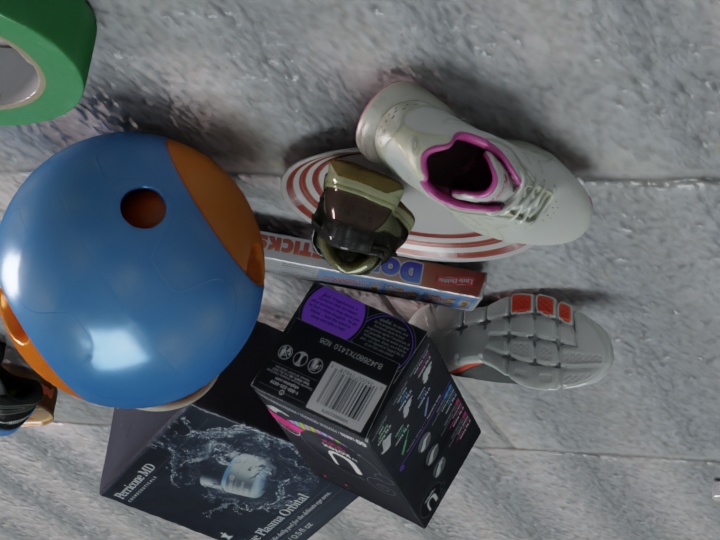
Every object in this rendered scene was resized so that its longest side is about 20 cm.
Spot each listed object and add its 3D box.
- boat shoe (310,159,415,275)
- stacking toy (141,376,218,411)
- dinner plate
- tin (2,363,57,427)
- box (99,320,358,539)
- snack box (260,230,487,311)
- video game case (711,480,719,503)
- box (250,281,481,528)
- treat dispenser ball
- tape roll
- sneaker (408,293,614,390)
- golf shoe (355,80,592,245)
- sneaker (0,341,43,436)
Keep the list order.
[{"bbox_3d":[-0.006,-0.030,1.517,0.073,0.065,0.200,23,174,8],"label":"boat shoe"},{"bbox_3d":[-0.146,0.011,1.754,0.145,0.147,0.200,17,143,-19],"label":"stacking toy"},{"bbox_3d":[0.039,-0.054,1.608,0.198,0.024,0.200,8,159,3],"label":"dinner plate"},{"bbox_3d":[-0.405,0.134,2.291,0.199,0.042,0.112,-7,150,37],"label":"tin"},{"bbox_3d":[-0.107,0.153,1.999,0.199,0.118,0.197,24,139,-20],"label":"box"},{"bbox_3d":[0.000,0.000,1.751,0.198,0.025,0.072,11,170,-2],"label":"snack box"},{"bbox_3d":[0.484,0.237,2.171,0.181,0.023,0.199,25,155,-34],"label":"video game case"},{"bbox_3d":[0.008,0.115,1.811,0.122,0.107,0.200,24,162,27],"label":"box"},{"bbox_3d":[-0.168,0.000,1.589,0.199,0.203,0.201,9,160,3],"label":"treat dispenser ball"},{"bbox_3d":[-0.276,-0.160,1.438,0.198,0.049,0.201,9,160,3],"label":"tape roll"},{"bbox_3d":[0.134,0.062,1.819,0.199,0.078,0.082,7,172,38],"label":"sneaker"},{"bbox_3d":[0.088,-0.056,1.468,0.199,0.076,0.092,22,-167,-33],"label":"golf shoe"},{"bbox_3d":[-0.394,0.088,2.138,0.083,0.071,0.199,-39,127,17],"label":"sneaker"}]
